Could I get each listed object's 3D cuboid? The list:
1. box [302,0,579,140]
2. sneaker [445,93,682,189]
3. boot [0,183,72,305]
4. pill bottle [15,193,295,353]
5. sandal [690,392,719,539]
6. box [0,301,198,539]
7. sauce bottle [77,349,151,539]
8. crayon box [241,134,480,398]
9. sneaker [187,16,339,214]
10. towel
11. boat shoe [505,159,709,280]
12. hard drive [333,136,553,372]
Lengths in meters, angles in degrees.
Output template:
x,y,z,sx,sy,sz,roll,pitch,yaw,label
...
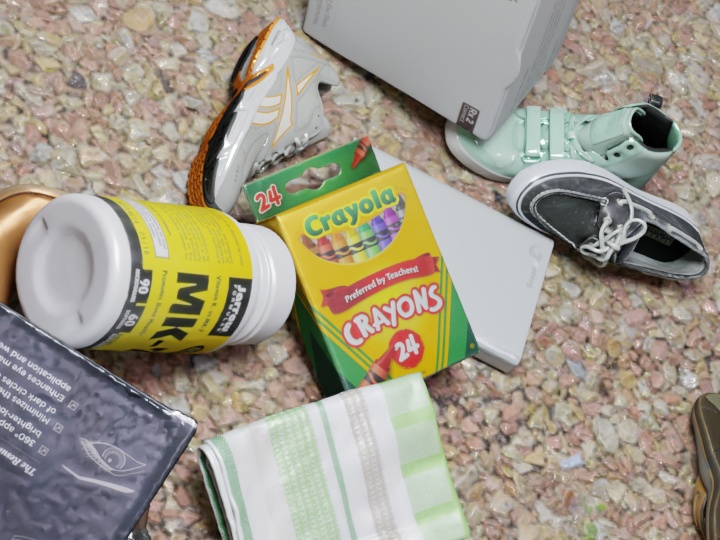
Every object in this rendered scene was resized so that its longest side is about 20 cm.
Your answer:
x,y,z,sx,sy,sz,roll,pitch,yaw,label
0.078,-0.253,1.785,0.200,0.199,0.131,32,55,11,box
0.181,-0.124,1.851,0.200,0.118,0.074,10,65,-21,sneaker
-0.280,0.017,1.593,0.200,0.074,0.155,1,72,-22,boot
-0.150,0.005,1.601,0.200,0.114,0.114,4,63,-49,pill bottle
0.309,0.195,1.810,0.082,0.055,0.200,15,47,-26,sandal
-0.250,0.142,1.471,0.197,0.117,0.200,33,78,-3,box
-0.195,0.150,1.572,0.065,0.065,0.200,-15,76,-31,sauce bottle
0.000,0.000,1.707,0.127,0.051,0.200,-24,94,-24,crayon box
-0.072,-0.115,1.752,0.092,0.076,0.200,32,58,-15,sneaker
-0.017,0.173,1.637,0.200,0.031,0.149,-17,94,-26,towel
0.218,-0.035,1.842,0.199,0.074,0.068,23,28,-31,boat shoe
0.059,-0.013,1.796,0.200,0.026,0.132,27,58,-12,hard drive
